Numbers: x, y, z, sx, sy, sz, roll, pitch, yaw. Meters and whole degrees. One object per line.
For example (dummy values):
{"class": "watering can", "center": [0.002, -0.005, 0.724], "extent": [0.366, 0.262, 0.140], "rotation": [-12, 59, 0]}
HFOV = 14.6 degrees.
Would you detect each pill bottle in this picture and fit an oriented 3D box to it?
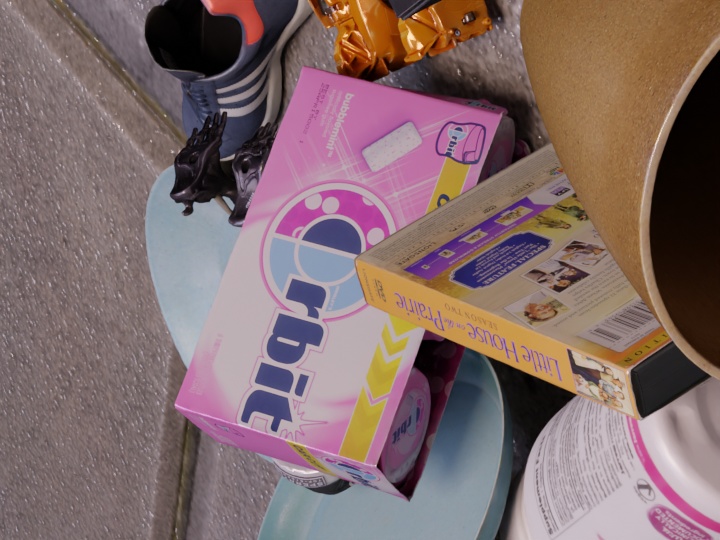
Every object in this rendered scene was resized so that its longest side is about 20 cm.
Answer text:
{"class": "pill bottle", "center": [0.146, 0.098, 1.342], "extent": [0.114, 0.113, 0.200], "rotation": [59, 152, 10]}

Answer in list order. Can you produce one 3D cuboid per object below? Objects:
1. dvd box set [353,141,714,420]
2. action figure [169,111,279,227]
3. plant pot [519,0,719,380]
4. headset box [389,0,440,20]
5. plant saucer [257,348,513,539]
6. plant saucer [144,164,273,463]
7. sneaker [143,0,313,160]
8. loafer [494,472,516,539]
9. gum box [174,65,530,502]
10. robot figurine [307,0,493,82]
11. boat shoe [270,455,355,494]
{"class": "dvd box set", "center": [0.112, -0.003, 1.284], "extent": [0.199, 0.146, 0.030], "rotation": [21, 135, 50]}
{"class": "action figure", "center": [-0.011, -0.004, 1.544], "extent": [0.118, 0.102, 0.200], "rotation": [2, 141, 49]}
{"class": "plant pot", "center": [0.151, -0.074, 1.159], "extent": [0.200, 0.185, 0.188], "rotation": [-134, 31, -56]}
{"class": "headset box", "center": [0.047, -0.230, 1.267], "extent": [0.201, 0.092, 0.174], "rotation": [63, 152, 1]}
{"class": "plant saucer", "center": [0.014, 0.129, 1.451], "extent": [0.027, 0.201, 0.200], "rotation": [31, 165, -28]}
{"class": "plant saucer", "center": [-0.060, 0.022, 1.704], "extent": [0.201, 0.039, 0.202], "rotation": [40, 144, 37]}
{"class": "sneaker", "center": [-0.088, -0.122, 1.587], "extent": [0.075, 0.084, 0.200], "rotation": [53, 150, 19]}
{"class": "loafer", "center": [0.061, 0.161, 1.446], "extent": [0.076, 0.068, 0.200], "rotation": [-59, 44, 25]}
{"class": "gum box", "center": [0.000, 0.000, 1.409], "extent": [0.113, 0.201, 0.066], "rotation": [15, 166, 23]}
{"class": "robot figurine", "center": [-0.008, -0.198, 1.418], "extent": [0.145, 0.058, 0.201], "rotation": [-18, 97, 60]}
{"class": "boat shoe", "center": [0.009, 0.024, 1.469], "extent": [0.068, 0.201, 0.057], "rotation": [22, 168, 22]}
